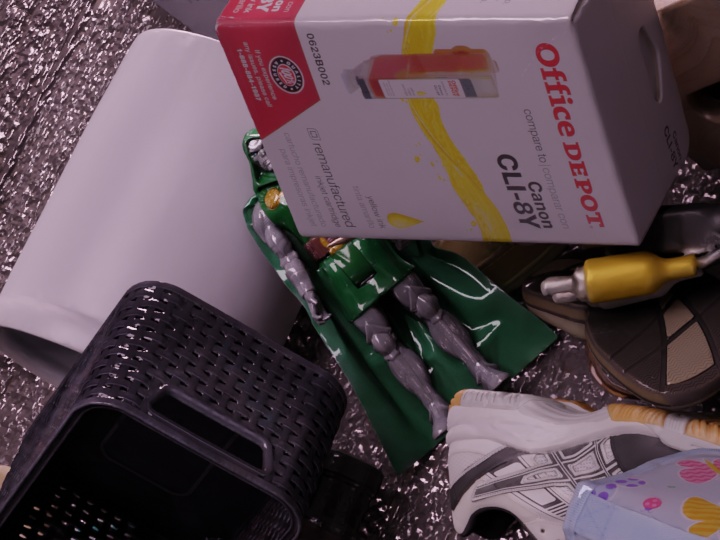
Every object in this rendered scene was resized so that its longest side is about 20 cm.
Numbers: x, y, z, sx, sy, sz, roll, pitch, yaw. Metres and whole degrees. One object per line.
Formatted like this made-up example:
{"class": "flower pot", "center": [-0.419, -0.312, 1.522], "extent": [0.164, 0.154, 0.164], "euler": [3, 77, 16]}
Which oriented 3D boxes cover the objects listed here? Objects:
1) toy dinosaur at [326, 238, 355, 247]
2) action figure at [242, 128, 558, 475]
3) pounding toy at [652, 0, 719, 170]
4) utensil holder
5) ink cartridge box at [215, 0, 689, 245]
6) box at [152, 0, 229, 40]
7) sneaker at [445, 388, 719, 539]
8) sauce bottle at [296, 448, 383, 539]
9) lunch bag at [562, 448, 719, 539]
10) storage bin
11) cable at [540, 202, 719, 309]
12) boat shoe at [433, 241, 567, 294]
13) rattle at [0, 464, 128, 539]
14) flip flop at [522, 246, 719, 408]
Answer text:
{"class": "toy dinosaur", "center": [0.052, -0.095, 1.476], "extent": [0.106, 0.060, 0.201], "euler": [-18, 48, 35]}
{"class": "action figure", "center": [0.000, 0.000, 1.476], "extent": [0.118, 0.055, 0.200], "euler": [-41, 83, 2]}
{"class": "pounding toy", "center": [0.233, -0.134, 1.345], "extent": [0.185, 0.142, 0.200], "euler": [-56, 14, -20]}
{"class": "utensil holder", "center": [-0.106, -0.017, 1.566], "extent": [0.169, 0.170, 0.201], "euler": [11, 70, 42]}
{"class": "ink cartridge box", "center": [0.048, -0.093, 1.336], "extent": [0.199, 0.146, 0.084], "euler": [2, 42, 29]}
{"class": "box", "center": [-0.143, -0.229, 1.725], "extent": [0.041, 0.156, 0.200], "euler": [-44, 46, 11]}
{"class": "sneaker", "center": [0.131, 0.112, 1.378], "extent": [0.199, 0.075, 0.088], "euler": [2, 84, 42]}
{"class": "sauce bottle", "center": [-0.043, 0.196, 1.463], "extent": [0.066, 0.066, 0.201], "euler": [8, 71, 41]}
{"class": "lunch bag", "center": [0.204, 0.158, 1.189], "extent": [0.169, 0.200, 0.128], "euler": [17, 77, 44]}
{"class": "storage bin", "center": [-0.111, 0.115, 1.446], "extent": [0.200, 0.135, 0.094], "euler": [-50, 14, 46]}
{"class": "cable", "center": [0.193, -0.011, 1.335], "extent": [0.199, 0.097, 0.051], "euler": [-3, 100, 24]}
{"class": "boat shoe", "center": [0.104, -0.065, 1.494], "extent": [0.201, 0.063, 0.073], "euler": [-44, 46, 10]}
{"class": "rattle", "center": [-0.236, 0.158, 1.595], "extent": [0.199, 0.143, 0.130], "euler": [4, 49, 47]}
{"class": "flip flop", "center": [0.143, 0.035, 1.392], "extent": [0.081, 0.058, 0.200], "euler": [-23, 19, -14]}
